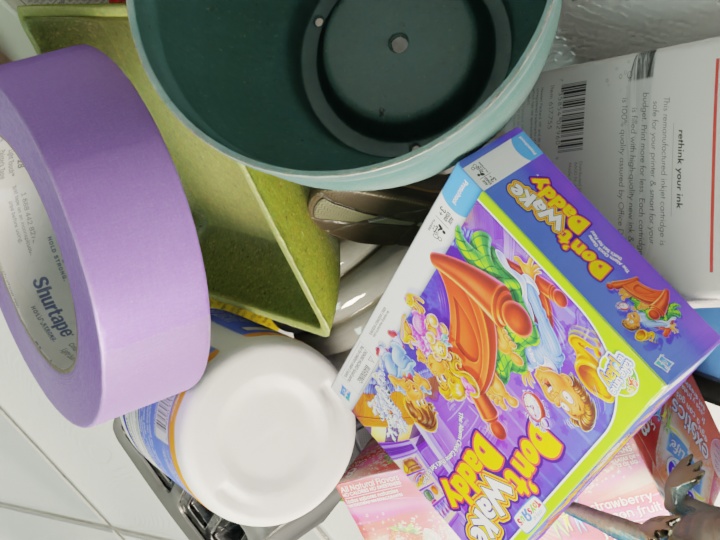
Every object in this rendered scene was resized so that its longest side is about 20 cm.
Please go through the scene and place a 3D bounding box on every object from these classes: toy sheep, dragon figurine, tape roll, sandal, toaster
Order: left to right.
[{"bbox_3d":[-0.156,-0.019,0.837,0.200,0.065,0.201,41,141,44],"label":"tape roll"},{"bbox_3d":[-0.102,0.139,1.238,0.181,0.118,0.200,52,152,11],"label":"toaster"},{"bbox_3d":[0.000,0.000,0.946,0.137,0.138,0.201,-9,116,54],"label":"toy sheep"},{"bbox_3d":[0.053,-0.038,0.844,0.199,0.055,0.082,12,153,-36],"label":"sandal"},{"bbox_3d":[0.189,0.147,0.758,0.199,0.059,0.100,-11,120,35],"label":"dragon figurine"}]

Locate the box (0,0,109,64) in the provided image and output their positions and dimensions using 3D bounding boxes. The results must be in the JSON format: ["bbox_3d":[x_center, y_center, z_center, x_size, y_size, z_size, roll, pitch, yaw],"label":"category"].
[{"bbox_3d":[-0.207,-0.184,0.955,0.200,0.095,0.078,45,152,-10],"label":"box"}]

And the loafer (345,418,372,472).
[{"bbox_3d":[0.026,0.121,1.108,0.063,0.072,0.199,33,-172,37],"label":"loafer"}]

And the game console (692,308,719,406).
[{"bbox_3d":[0.203,0.054,0.813,0.115,0.177,0.201,-10,133,18],"label":"game console"}]

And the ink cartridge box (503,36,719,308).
[{"bbox_3d":[0.157,-0.041,0.706,0.067,0.117,0.199,6,175,-38],"label":"ink cartridge box"}]

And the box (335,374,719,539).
[{"bbox_3d":[0.100,0.119,0.890,0.199,0.103,0.095,-18,108,35],"label":"box"}]

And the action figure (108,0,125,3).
[{"bbox_3d":[-0.142,-0.197,0.892,0.199,0.065,0.099,28,144,21],"label":"action figure"}]

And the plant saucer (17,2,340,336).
[{"bbox_3d":[-0.093,-0.071,0.854,0.199,0.048,0.201,14,136,56],"label":"plant saucer"}]

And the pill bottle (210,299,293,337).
[{"bbox_3d":[-0.099,0.023,1.111,0.200,0.113,0.112,41,152,-5],"label":"pill bottle"}]

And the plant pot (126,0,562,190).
[{"bbox_3d":[0.006,-0.124,0.720,0.199,0.201,0.134,27,176,19],"label":"plant pot"}]

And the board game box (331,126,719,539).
[{"bbox_3d":[0.071,0.046,0.739,0.135,0.045,0.200,48,144,16],"label":"board game box"}]

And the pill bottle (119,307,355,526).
[{"bbox_3d":[-0.089,0.084,0.959,0.112,0.112,0.200,49,167,-20],"label":"pill bottle"}]
